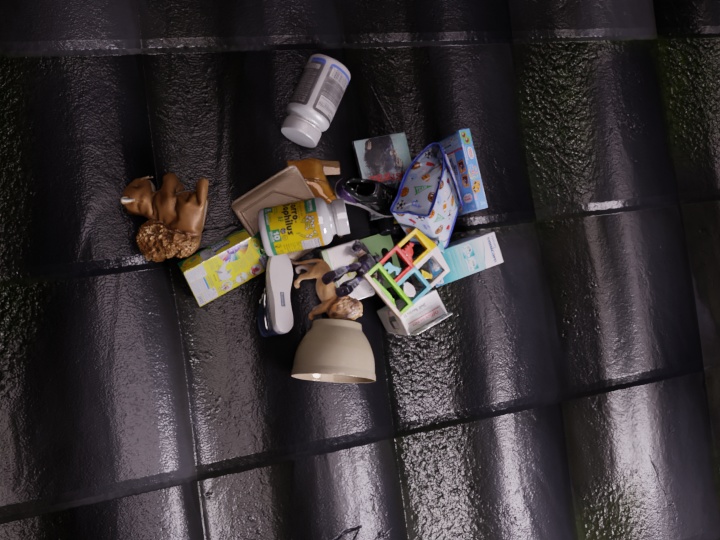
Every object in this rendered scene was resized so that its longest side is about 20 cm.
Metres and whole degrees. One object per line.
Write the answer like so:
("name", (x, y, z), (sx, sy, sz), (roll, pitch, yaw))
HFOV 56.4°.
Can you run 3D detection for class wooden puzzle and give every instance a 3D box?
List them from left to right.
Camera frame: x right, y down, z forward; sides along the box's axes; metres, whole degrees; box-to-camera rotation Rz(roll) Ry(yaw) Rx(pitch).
("wooden puzzle", (-0.183, -0.125, 1.617), (0.184, 0.037, 0.201), (-32, 103, 4))

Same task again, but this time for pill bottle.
("pill bottle", (-0.128, -0.106, 1.548), (0.199, 0.113, 0.114), (-11, 91, -1))
("pill bottle", (-0.112, -0.410, 1.635), (0.113, 0.114, 0.201), (26, 80, -14))

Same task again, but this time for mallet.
("mallet", (0.127, -0.141, 1.739), (0.199, 0.041, 0.066), (-15, 76, -25))

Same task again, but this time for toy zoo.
("toy zoo", (0.119, -0.004, 1.563), (0.200, 0.020, 0.131), (-43, 98, -13))

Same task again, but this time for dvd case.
("dvd case", (0.068, -0.238, 1.688), (0.145, 0.022, 0.201), (-13, 91, -18))

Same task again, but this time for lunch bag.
("lunch bag", (0.174, -0.180, 1.612), (0.123, 0.170, 0.201), (11, 68, 25))

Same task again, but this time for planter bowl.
("planter bowl", (-0.061, 0.189, 1.587), (0.199, 0.200, 0.136), (7, 75, -17))

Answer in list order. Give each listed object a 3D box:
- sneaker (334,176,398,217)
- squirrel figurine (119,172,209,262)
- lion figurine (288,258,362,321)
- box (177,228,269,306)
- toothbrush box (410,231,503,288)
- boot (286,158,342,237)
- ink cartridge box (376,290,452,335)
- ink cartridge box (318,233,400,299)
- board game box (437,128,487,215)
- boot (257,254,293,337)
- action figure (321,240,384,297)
("sneaker", (0.042, -0.177, 1.616), (0.199, 0.087, 0.076), (10, 83, -19))
("squirrel figurine", (-0.446, -0.120, 1.508), (0.185, 0.142, 0.201), (10, 82, -10))
("lion figurine", (-0.083, 0.041, 1.606), (0.122, 0.072, 0.201), (-26, 94, 19))
("box", (-0.309, -0.014, 1.558), (0.199, 0.048, 0.118), (-28, 136, -16))
("toothbrush box", (0.236, -0.026, 1.707), (0.199, 0.146, 0.086), (-21, 94, -18))
("boot", (-0.115, -0.175, 1.653), (0.143, 0.071, 0.203), (-6, 86, -11))
("ink cartridge box", (0.130, 0.101, 1.639), (0.117, 0.200, 0.068), (-28, 95, -17))
("ink cartridge box", (0.009, -0.008, 1.688), (0.199, 0.048, 0.146), (-18, 92, -15))
("board game box", (0.254, -0.245, 1.721), (0.036, 0.151, 0.201), (-13, 91, -18))
("boot", (-0.212, 0.056, 1.596), (0.072, 0.090, 0.201), (12, 69, -41))
("action figure", (0.000, 0.000, 1.599), (0.130, 0.069, 0.200), (52, 40, 4))
